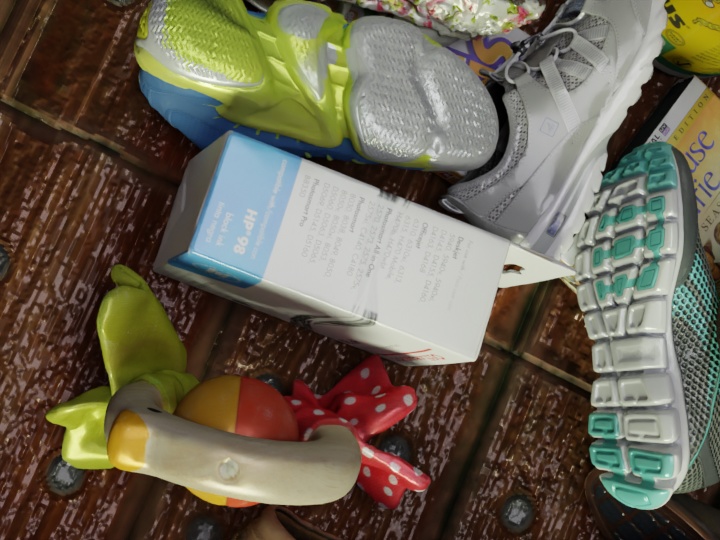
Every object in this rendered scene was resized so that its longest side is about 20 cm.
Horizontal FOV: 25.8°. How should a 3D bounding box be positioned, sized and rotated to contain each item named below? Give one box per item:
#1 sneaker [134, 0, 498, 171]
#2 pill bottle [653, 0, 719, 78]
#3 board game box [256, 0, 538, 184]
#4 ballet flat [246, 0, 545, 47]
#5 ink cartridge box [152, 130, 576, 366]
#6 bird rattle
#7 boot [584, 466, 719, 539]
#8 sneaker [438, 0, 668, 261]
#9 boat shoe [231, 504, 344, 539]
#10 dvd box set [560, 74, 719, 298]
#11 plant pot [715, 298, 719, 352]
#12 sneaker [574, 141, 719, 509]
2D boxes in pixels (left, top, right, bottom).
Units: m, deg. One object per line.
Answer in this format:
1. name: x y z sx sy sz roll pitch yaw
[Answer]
1. sneaker: -0.029 -0.093 0.837 0.198 0.105 0.077 20 69 -16
2. pill bottle: 0.226 -0.179 0.869 0.111 0.200 0.114 1 86 -17
3. board game box: 0.037 -0.115 0.898 0.199 0.030 0.096 30 78 -15
4. ballet flat: 0.000 -0.153 0.851 0.197 0.076 0.065 15 111 -11
5. ink cartridge box: 0.000 0.000 0.829 0.198 0.116 0.067 21 80 -14
6. bird rattle: -0.059 0.088 0.791 0.198 0.163 0.114 22 98 -5
7. boot: 0.225 0.159 0.926 0.200 0.075 0.097 41 51 -1
8. sneaker: 0.108 -0.105 0.867 0.081 0.075 0.202 24 77 -14
9. boat shoe: 0.021 0.184 0.829 0.201 0.075 0.075 25 106 -20
10. dvd box set: 0.224 0.004 0.943 0.200 0.029 0.147 43 75 -10
11. plant pot: 0.298 0.047 0.852 0.198 0.186 0.189 24 79 -22
12. sneaker: 0.175 0.031 0.883 0.090 0.077 0.203 4 85 -38
